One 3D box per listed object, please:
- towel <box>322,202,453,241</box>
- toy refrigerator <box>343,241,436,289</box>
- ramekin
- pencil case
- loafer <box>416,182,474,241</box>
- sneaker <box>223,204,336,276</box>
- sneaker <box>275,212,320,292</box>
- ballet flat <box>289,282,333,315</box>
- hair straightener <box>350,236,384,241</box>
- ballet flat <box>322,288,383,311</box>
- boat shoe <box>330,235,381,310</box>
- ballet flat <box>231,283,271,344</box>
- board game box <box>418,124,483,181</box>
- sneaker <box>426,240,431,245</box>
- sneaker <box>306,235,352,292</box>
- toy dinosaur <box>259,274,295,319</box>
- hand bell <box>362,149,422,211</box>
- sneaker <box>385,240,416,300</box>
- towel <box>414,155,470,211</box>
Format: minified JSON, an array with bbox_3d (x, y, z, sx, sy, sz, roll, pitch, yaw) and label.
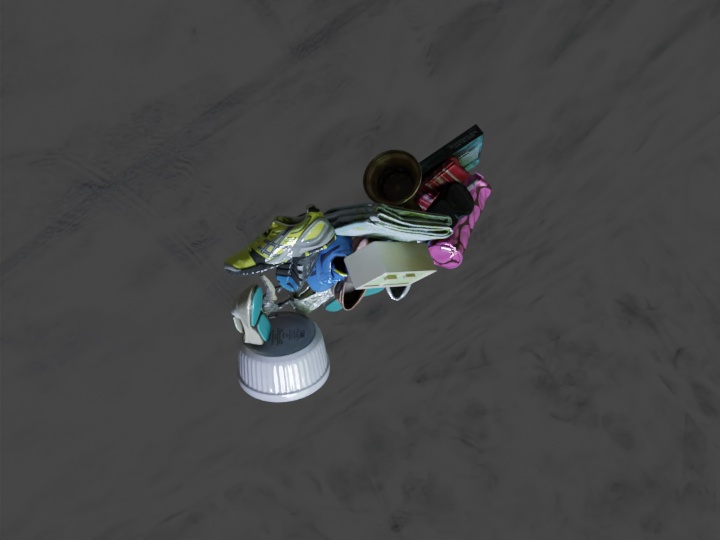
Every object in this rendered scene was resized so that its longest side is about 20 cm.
[{"bbox_3d":[0.043,-0.080,1.391,0.171,0.048,0.200,8,176,-29],"label":"towel"},{"bbox_3d":[0.061,-0.008,1.489,0.076,0.070,0.200,-28,166,29],"label":"toy refrigerator"},{"bbox_3d":[-0.167,0.173,1.665,0.200,0.200,0.105,-25,128,-30],"label":"ramekin"},{"bbox_3d":[0.204,-0.106,1.631,0.094,0.091,0.200,126,-12,-68],"label":"pencil case"},{"bbox_3d":[0.160,-0.114,1.521,0.072,0.073,0.200,-34,-179,36],"label":"loafer"},{"bbox_3d":[-0.143,-0.051,1.330,0.200,0.076,0.075,-21,-162,7],"label":"sneaker"},{"bbox_3d":[-0.104,-0.049,1.429,0.082,0.073,0.200,-57,177,-40],"label":"sneaker"},{"bbox_3d":[-0.068,0.019,1.663,0.200,0.072,0.072,-39,163,5],"label":"ballet flat"},{"bbox_3d":[-0.008,-0.064,1.607,0.200,0.041,0.077,-12,146,-43],"label":"hair straightener"},{"bbox_3d":[-0.019,0.031,1.721,0.074,0.074,0.200,-18,175,-45],"label":"ballet flat"},{"bbox_3d":[0.000,0.000,1.565,0.076,0.072,0.200,1,135,-23],"label":"boat shoe"},{"bbox_3d":[-0.220,0.087,1.534,0.069,0.069,0.200,-30,150,-17],"label":"ballet flat"},{"bbox_3d":[0.151,-0.195,1.551,0.200,0.028,0.135,-34,163,-6],"label":"board game box"},{"bbox_3d":[0.172,-0.104,1.724,0.200,0.081,0.147,-25,144,-41],"label":"sneaker"},{"bbox_3d":[-0.060,-0.001,1.524,0.066,0.079,0.200,-7,149,-23],"label":"sneaker"},{"bbox_3d":[-0.174,0.057,1.591,0.088,0.047,0.200,-19,154,-26],"label":"toy dinosaur"},{"bbox_3d":[0.083,-0.128,1.425,0.104,0.104,0.200,-36,155,4],"label":"hand bell"},{"bbox_3d":[0.086,-0.005,1.655,0.073,0.071,0.200,3,149,7],"label":"sneaker"},{"bbox_3d":[0.123,-0.144,1.547,0.200,0.022,0.145,-38,165,13],"label":"towel"}]
